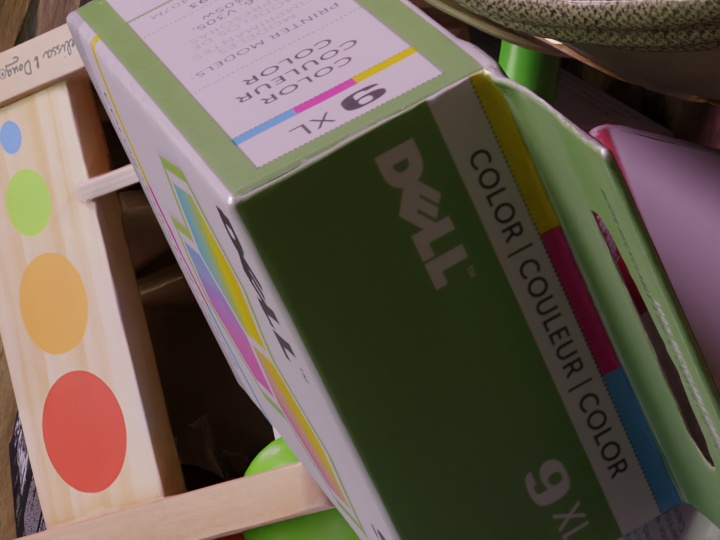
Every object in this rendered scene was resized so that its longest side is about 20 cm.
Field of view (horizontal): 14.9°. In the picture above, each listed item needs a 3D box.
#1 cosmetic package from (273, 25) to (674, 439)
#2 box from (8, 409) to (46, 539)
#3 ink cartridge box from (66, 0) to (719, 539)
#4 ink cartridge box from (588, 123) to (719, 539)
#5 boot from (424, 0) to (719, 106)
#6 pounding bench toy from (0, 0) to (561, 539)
[{"bbox_3d":[0.021,0.031,0.863,0.102,0.074,0.201,36,118,47],"label":"cosmetic package"},{"bbox_3d":[-0.081,0.030,1.127,0.164,0.086,0.201,-112,34,-65],"label":"box"},{"bbox_3d":[0.006,0.003,0.554,0.104,0.059,0.200,65,172,-25],"label":"ink cartridge box"},{"bbox_3d":[0.067,0.091,0.643,0.148,0.085,0.200,-103,28,-54],"label":"ink cartridge box"},{"bbox_3d":[0.039,-0.080,0.566,0.200,0.154,0.072,24,98,35],"label":"boot"},{"bbox_3d":[0.000,0.000,0.734,0.200,0.124,0.157,-19,83,42],"label":"pounding bench toy"}]
